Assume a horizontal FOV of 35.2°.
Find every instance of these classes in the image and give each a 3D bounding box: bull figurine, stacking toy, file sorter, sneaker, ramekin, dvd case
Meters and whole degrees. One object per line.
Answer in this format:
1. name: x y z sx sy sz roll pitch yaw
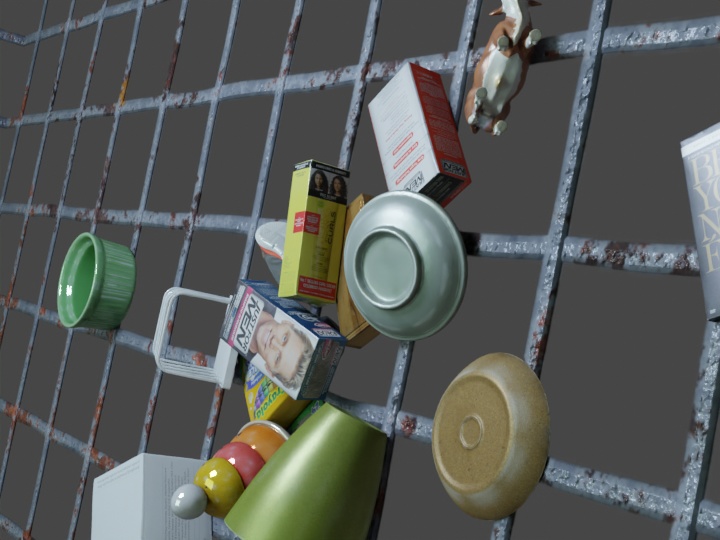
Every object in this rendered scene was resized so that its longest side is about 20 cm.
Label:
1. bull figurine: 0.180 -0.261 1.413 0.121 0.065 0.200 -76 1 -75
2. stacking toy: -0.189 0.305 1.623 0.146 0.200 0.146 9 104 39
3. file sorter: -0.264 0.102 1.837 0.200 0.124 0.139 -173 96 -78
4. sneaker: -0.095 0.004 1.752 0.200 0.077 0.082 51 152 43
5. ramekin: -0.544 0.028 2.350 0.200 0.098 0.200 -24 60 50
6. dvd case: 0.386 -0.065 1.103 0.149 0.016 0.200 -28 56 49

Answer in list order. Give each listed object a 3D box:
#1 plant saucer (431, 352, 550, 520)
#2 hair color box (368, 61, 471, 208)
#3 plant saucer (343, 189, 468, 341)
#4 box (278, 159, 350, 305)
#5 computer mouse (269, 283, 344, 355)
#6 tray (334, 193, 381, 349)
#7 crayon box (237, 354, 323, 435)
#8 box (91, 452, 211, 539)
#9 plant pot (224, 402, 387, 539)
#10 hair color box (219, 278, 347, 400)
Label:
1. plant saucer: 0.143 0.194 1.349 0.200 0.035 0.200 -24 60 50
2. hair color box: 0.078 -0.175 1.550 0.102 0.061 0.200 -43 46 39
3. plant saucer: 0.045 -0.004 1.483 0.200 0.050 0.200 6 100 38
4. box: -0.067 -0.054 1.644 0.050 0.075 0.200 -8 72 54
5. computer mouse: -0.097 0.073 1.688 0.200 0.034 0.059 33 94 35
6. tray: 0.000 0.000 1.625 0.099 0.037 0.200 -40 49 42
7. crayon box: -0.126 0.165 1.736 0.126 0.052 0.200 -50 42 34
8. box: -0.353 0.430 1.903 0.199 0.131 0.200 -31 55 46
9. plant pot: -0.050 0.284 1.498 0.187 0.187 0.200 21 81 56
10. hair color box: -0.115 0.098 1.643 0.200 0.060 0.100 32 108 41
